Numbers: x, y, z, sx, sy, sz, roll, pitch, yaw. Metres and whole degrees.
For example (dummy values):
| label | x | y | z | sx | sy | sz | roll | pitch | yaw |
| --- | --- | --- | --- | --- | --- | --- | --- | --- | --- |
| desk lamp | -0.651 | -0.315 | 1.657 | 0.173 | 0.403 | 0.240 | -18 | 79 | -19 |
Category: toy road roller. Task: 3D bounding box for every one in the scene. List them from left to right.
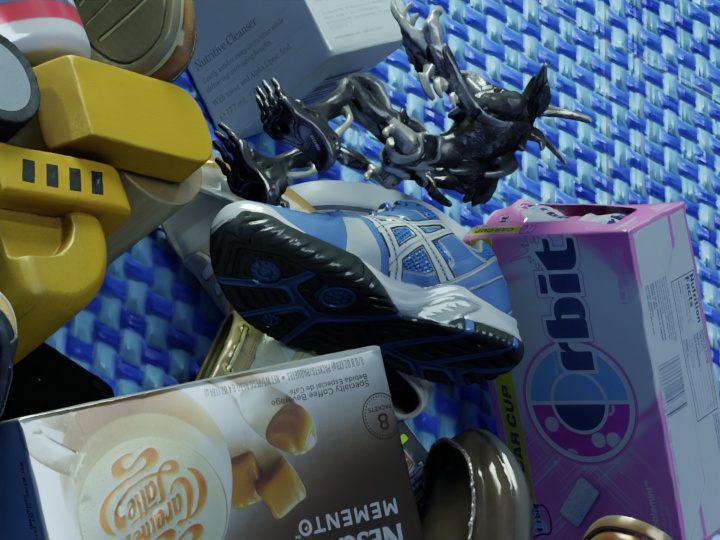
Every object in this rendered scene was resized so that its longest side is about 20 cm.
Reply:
| label | x | y | z | sx | sy | sz | roll | pitch | yaw |
| --- | --- | --- | --- | --- | --- | --- | --- | --- | --- |
| toy road roller | -0.163 | -0.019 | 1.372 | 0.200 | 0.123 | 0.146 | 10 | 53 | -48 |

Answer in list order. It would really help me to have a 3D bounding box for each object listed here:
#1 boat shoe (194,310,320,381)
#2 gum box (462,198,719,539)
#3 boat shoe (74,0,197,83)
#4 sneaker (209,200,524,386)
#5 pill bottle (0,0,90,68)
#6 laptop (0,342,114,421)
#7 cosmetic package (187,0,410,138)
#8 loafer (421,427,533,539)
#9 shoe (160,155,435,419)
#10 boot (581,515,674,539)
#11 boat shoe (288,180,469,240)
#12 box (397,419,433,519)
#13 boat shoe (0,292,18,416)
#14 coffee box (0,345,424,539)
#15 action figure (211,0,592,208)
| label | x | y | z | sx | sy | sz | roll | pitch | yaw |
| --- | --- | --- | --- | --- | --- | --- | --- | --- | --- |
| boat shoe | -0.092 | 0.093 | 1.439 | 0.066 | 0.074 | 0.200 | 39 | 42 | 0 |
| gum box | 0.135 | 0.056 | 1.575 | 0.066 | 0.113 | 0.200 | -25 | 108 | -51 |
| boat shoe | -0.120 | -0.150 | 1.504 | 0.068 | 0.072 | 0.200 | 42 | 11 | -37 |
| sneaker | 0.000 | 0.000 | 1.481 | 0.200 | 0.076 | 0.077 | 23 | 50 | -37 |
| pill bottle | -0.228 | -0.177 | 1.437 | 0.120 | 0.120 | 0.200 | -10 | 72 | -45 |
| laptop | -0.218 | 0.097 | 1.359 | 0.177 | 0.103 | 0.200 | 35 | 21 | -22 |
| cosmetic package | -0.066 | -0.191 | 1.602 | 0.081 | 0.113 | 0.200 | -20 | 78 | -47 |
| loafer | 0.048 | 0.165 | 1.447 | 0.071 | 0.073 | 0.200 | 10 | 49 | -16 |
| shoe | -0.035 | 0.011 | 1.524 | 0.200 | 0.070 | 0.053 | 39 | 26 | -13 |
| boot | 0.112 | 0.236 | 1.450 | 0.074 | 0.200 | 0.155 | 22 | 45 | 18 |
| boat shoe | 0.028 | 0.018 | 1.594 | 0.202 | 0.075 | 0.086 | 28 | 52 | -40 |
| box | 0.009 | 0.195 | 1.481 | 0.160 | 0.044 | 0.200 | 52 | 42 | -4 |
| boat shoe | -0.215 | 0.096 | 1.256 | 0.075 | 0.062 | 0.200 | 29 | 91 | -19 |
| coffee box | -0.079 | 0.110 | 1.328 | 0.200 | 0.080 | 0.115 | -10 | 86 | -33 |
| action figure | 0.026 | -0.088 | 1.516 | 0.200 | 0.119 | 0.102 | -8 | 61 | -33 |
